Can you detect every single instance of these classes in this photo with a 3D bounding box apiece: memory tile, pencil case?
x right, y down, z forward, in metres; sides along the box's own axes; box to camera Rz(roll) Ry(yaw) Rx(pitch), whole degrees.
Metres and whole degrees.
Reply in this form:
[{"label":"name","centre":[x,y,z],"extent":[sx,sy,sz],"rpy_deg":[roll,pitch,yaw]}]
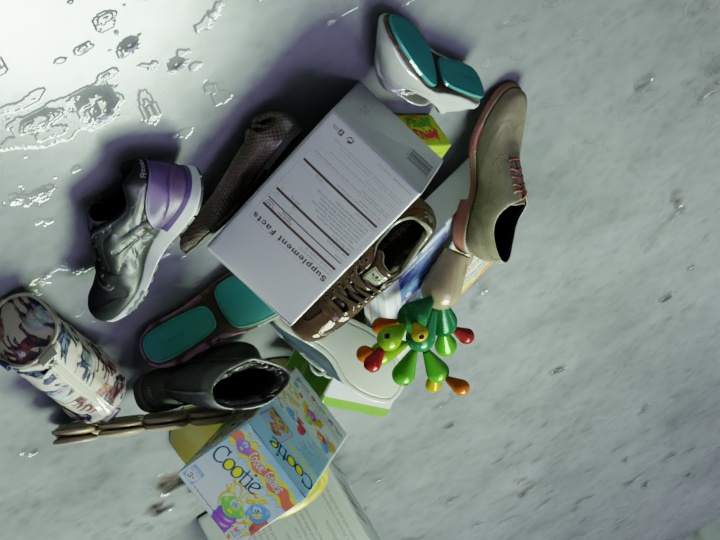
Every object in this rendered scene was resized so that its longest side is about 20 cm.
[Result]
[{"label":"memory tile","centre":[-0.242,0.171,1.820],"extent":[0.200,0.017,0.153],"rpy_deg":[-6,179,-8]},{"label":"pencil case","centre":[-0.310,0.097,1.686],"extent":[0.078,0.090,0.200],"rpy_deg":[-33,153,0]}]

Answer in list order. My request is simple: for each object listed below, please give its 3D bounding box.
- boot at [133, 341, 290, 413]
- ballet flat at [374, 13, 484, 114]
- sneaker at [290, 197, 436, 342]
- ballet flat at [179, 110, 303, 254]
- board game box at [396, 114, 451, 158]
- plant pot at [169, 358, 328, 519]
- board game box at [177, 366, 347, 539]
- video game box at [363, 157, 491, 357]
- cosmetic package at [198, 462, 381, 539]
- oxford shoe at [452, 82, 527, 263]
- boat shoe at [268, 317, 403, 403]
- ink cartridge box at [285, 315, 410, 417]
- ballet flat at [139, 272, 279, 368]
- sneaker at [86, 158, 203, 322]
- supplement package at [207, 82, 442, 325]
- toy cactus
[{"label":"boot","centre":[-0.139,0.115,1.795],"extent":[0.182,0.073,0.200],"rpy_deg":[-23,-178,-37]},{"label":"ballet flat","centre":[0.054,-0.195,1.619],"extent":[0.069,0.069,0.200],"rpy_deg":[-41,151,17]},{"label":"sneaker","centre":[0.000,0.000,1.723],"extent":[0.070,0.076,0.200],"rpy_deg":[41,94,-17]},{"label":"ballet flat","centre":[-0.128,-0.089,1.624],"extent":[0.200,0.046,0.067],"rpy_deg":[-47,-178,36]},{"label":"board game box","centre":[0.003,-0.081,1.756],"extent":[0.101,0.048,0.200],"rpy_deg":[-4,141,-41]},{"label":"plant pot","centre":[-0.118,0.227,2.027],"extent":[0.200,0.142,0.200],"rpy_deg":[-24,152,-14]},{"label":"board game box","centre":[-0.103,0.201,1.788],"extent":[0.103,0.105,0.200],"rpy_deg":[-36,-177,18]},{"label":"video game box","centre":[0.082,-0.010,1.881],"extent":[0.200,0.047,0.182],"rpy_deg":[-44,157,-21]},{"label":"cosmetic package","centre":[-0.087,0.384,2.282],"extent":[0.200,0.167,0.166],"rpy_deg":[-31,153,0]},{"label":"oxford shoe","centre":[0.161,-0.104,1.785],"extent":[0.070,0.075,0.200],"rpy_deg":[-9,115,-43]},{"label":"boat shoe","centre":[-0.035,0.085,1.871],"extent":[0.200,0.062,0.075],"rpy_deg":[33,78,-23]},{"label":"ink cartridge box","centre":[0.011,0.069,1.984],"extent":[0.148,0.076,0.200],"rpy_deg":[18,100,-55]},{"label":"ballet flat","centre":[-0.151,0.047,1.799],"extent":[0.200,0.069,0.071],"rpy_deg":[-29,177,9]},{"label":"sneaker","centre":[-0.237,-0.035,1.587],"extent":[0.087,0.076,0.200],"rpy_deg":[12,127,-33]},{"label":"supplement package","centre":[-0.034,-0.066,1.622],"extent":[0.200,0.120,0.121],"rpy_deg":[-45,-175,24]},{"label":"toy cactus","centre":[0.081,0.058,1.823],"extent":[0.200,0.102,0.165],"rpy_deg":[14,101,-55]}]
